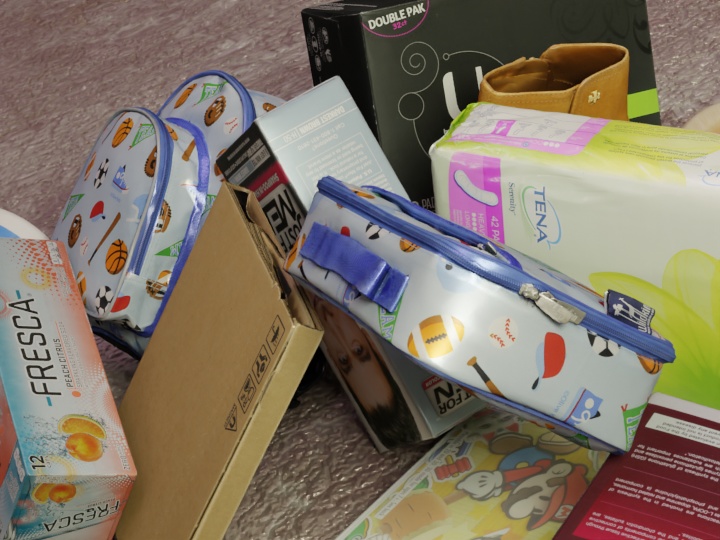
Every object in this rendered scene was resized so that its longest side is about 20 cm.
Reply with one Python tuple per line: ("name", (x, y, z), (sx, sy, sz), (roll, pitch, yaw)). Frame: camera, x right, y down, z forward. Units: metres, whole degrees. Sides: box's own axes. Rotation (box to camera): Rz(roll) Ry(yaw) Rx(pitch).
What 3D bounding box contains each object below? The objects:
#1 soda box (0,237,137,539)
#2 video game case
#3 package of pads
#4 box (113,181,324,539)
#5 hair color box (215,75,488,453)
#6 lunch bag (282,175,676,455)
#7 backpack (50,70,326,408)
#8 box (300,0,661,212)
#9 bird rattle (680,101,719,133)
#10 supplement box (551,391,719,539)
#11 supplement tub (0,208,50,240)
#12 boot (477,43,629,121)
("soda box", (-0.192, 0.069, 1.184), (0.068, 0.064, 0.200), (4, 40, -27))
("video game case", (0.084, 0.139, 1.064), (0.182, 0.023, 0.200), (11, 40, 43))
("package of pads", (0.139, -0.009, 1.124), (0.199, 0.155, 0.068), (11, 35, 26))
("box", (-0.089, 0.072, 1.117), (0.021, 0.201, 0.164), (15, 23, -26))
("hair color box", (0.000, 0.000, 1.150), (0.060, 0.201, 0.099), (-30, 0, -20))
("lunch bag", (0.053, 0.017, 0.996), (0.076, 0.160, 0.200), (-63, 28, 1))
("backpack", (-0.101, -0.030, 1.275), (0.200, 0.154, 0.191), (25, 87, 55))
("box", (0.082, -0.120, 1.338), (0.199, 0.149, 0.124), (-14, 13, -17))
("bird rattle", (0.260, -0.045, 1.204), (0.163, 0.113, 0.200), (20, 54, 27))
("supplement box", (0.144, 0.151, 0.940), (0.108, 0.061, 0.200), (16, 43, 28))
("supplement tub", (-0.280, 0.060, 1.304), (0.131, 0.132, 0.200), (2, 33, 32))
("boot", (0.151, -0.074, 1.234), (0.200, 0.144, 0.071), (-11, 42, -27))
